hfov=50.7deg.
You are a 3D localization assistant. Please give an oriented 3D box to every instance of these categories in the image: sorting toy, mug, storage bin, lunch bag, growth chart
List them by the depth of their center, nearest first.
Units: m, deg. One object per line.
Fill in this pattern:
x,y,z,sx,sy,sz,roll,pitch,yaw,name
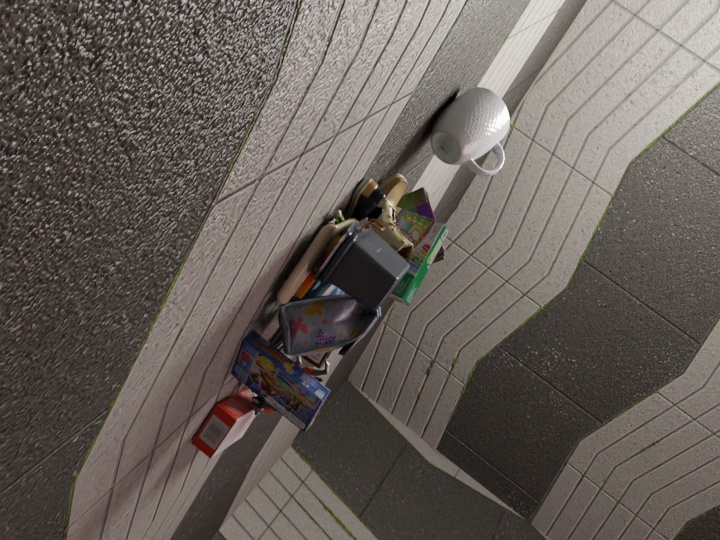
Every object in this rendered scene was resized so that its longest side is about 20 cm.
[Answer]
0.020,-0.013,1.491,0.146,0.134,0.200,-54,177,16,storage bin
-0.075,-0.018,1.510,0.186,0.036,0.200,-54,171,14,sorting toy
-0.092,-0.034,1.536,0.201,0.018,0.145,-53,171,3,growth chart
-0.063,0.113,1.553,0.197,0.129,0.170,-11,176,-11,lunch bag
0.269,-0.316,1.833,0.175,0.201,0.147,-41,-176,-34,mug

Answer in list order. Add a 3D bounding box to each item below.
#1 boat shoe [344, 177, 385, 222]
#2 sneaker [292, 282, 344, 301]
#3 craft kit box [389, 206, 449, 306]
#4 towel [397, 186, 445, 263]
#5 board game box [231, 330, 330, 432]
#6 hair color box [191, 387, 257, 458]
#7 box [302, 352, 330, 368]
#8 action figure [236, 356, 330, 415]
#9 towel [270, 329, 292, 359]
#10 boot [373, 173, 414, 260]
0.009,-0.121,1.612,0.075,0.062,0.200,-52,173,-27,boat shoe
-0.063,0.068,1.720,0.200,0.079,0.131,-43,128,-20,sneaker
0.073,-0.045,1.748,0.202,0.196,0.049,-60,144,-12,craft kit box
0.115,-0.089,1.789,0.142,0.202,0.023,-22,148,15,towel
-0.165,0.227,1.543,0.034,0.199,0.136,-46,169,-42,board game box
-0.300,0.347,1.748,0.111,0.064,0.200,-55,171,7,hair color box
-0.075,0.151,1.967,0.101,0.074,0.200,-59,177,39,box
-0.182,0.258,1.704,0.193,0.105,0.199,-42,155,19,action figure
-0.169,0.169,1.830,0.172,0.048,0.200,-53,172,-8,towel
0.073,-0.103,1.703,0.201,0.155,0.073,-52,144,3,boot
